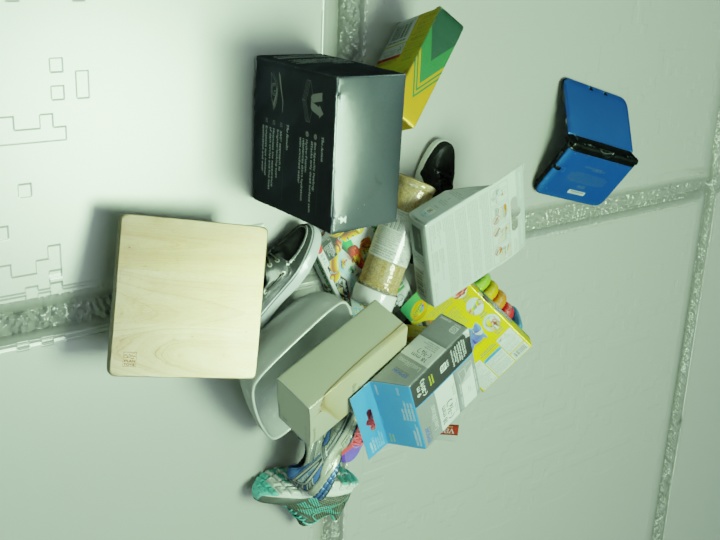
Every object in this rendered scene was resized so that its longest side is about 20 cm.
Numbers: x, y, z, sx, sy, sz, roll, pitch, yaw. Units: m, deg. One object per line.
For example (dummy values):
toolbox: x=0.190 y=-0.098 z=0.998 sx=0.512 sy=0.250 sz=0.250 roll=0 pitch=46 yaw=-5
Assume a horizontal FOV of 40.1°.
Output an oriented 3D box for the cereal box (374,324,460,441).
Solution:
cereal box: x=0.099 y=0.184 z=1.600 sx=0.140 sy=0.040 sz=0.204 roll=5 pitch=120 yaw=3

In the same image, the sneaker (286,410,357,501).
sneaker: x=-0.052 y=0.242 z=1.495 sx=0.084 sy=0.077 sz=0.203 roll=24 pitch=88 yaw=-1

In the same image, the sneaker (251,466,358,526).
sneaker: x=-0.090 y=0.366 z=1.566 sx=0.197 sy=0.077 sz=0.093 roll=9 pitch=106 yaw=-39

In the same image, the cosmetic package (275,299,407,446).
cosmetic package: x=-0.025 y=0.145 z=1.416 sx=0.199 sy=0.073 sz=0.105 roll=-39 pitch=151 yaw=-28

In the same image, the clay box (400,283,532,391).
clay box: x=0.169 y=0.087 z=1.600 sx=0.200 sy=0.048 sz=0.115 roll=44 pitch=105 yaw=-10

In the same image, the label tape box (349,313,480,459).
label tape box: x=0.086 y=0.185 z=1.459 sx=0.199 sy=0.063 sz=0.146 roll=-41 pitch=136 yaw=-25

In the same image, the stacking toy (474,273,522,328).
stacking toy: x=0.185 y=0.027 z=1.659 sx=0.114 sy=0.110 sz=0.203 roll=-24 pitch=108 yaw=9

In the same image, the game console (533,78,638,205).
game console: x=0.401 y=-0.228 z=1.786 sx=0.197 sy=0.119 sz=0.172 roll=7 pitch=132 yaw=-40

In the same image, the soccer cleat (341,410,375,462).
soccer cleat: x=0.002 y=0.234 z=1.577 sx=0.067 sy=0.073 sz=0.204 roll=-8 pitch=123 yaw=-42

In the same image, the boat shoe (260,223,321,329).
boat shoe: x=-0.135 y=0.006 z=1.405 sx=0.201 sy=0.070 sz=0.066 roll=-51 pitch=132 yaw=-3

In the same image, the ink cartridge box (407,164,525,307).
ink cartridge box: x=0.165 y=-0.060 z=1.495 sx=0.198 sy=0.047 sz=0.162 roll=-32 pitch=134 yaw=-24

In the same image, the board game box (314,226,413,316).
board game box: x=0.000 y=0.000 z=1.529 sx=0.126 sy=0.034 sz=0.202 roll=-40 pitch=127 yaw=-22

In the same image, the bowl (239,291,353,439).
bowl: x=-0.099 y=0.131 z=1.440 sx=0.200 sy=0.074 sz=0.201 roll=-43 pitch=151 yaw=-21

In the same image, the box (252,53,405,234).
box: x=-0.047 y=-0.175 z=1.317 sx=0.116 sy=0.199 sz=0.201 roll=-10 pitch=113 yaw=-35

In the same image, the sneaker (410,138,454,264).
sneaker: x=0.134 y=-0.098 z=1.551 sx=0.072 sy=0.111 sz=0.204 roll=10 pitch=99 yaw=-41

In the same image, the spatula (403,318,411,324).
spatula: x=0.045 y=0.110 z=1.614 sx=0.198 sy=0.020 sz=0.057 roll=-31 pitch=129 yaw=-28

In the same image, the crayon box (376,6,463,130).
crayon box: x=0.056 y=-0.265 z=1.398 sx=0.050 sy=0.126 sz=0.203 roll=32 pitch=77 yaw=-25

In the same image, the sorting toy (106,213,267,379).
sorting toy: x=-0.232 y=0.035 z=1.296 sx=0.196 sy=0.069 sz=0.204 roll=4 pitch=92 yaw=-28

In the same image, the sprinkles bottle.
sprinkles bottle: x=0.050 y=-0.040 z=1.484 sx=0.067 sy=0.068 sz=0.204 roll=17 pitch=96 yaw=-41
